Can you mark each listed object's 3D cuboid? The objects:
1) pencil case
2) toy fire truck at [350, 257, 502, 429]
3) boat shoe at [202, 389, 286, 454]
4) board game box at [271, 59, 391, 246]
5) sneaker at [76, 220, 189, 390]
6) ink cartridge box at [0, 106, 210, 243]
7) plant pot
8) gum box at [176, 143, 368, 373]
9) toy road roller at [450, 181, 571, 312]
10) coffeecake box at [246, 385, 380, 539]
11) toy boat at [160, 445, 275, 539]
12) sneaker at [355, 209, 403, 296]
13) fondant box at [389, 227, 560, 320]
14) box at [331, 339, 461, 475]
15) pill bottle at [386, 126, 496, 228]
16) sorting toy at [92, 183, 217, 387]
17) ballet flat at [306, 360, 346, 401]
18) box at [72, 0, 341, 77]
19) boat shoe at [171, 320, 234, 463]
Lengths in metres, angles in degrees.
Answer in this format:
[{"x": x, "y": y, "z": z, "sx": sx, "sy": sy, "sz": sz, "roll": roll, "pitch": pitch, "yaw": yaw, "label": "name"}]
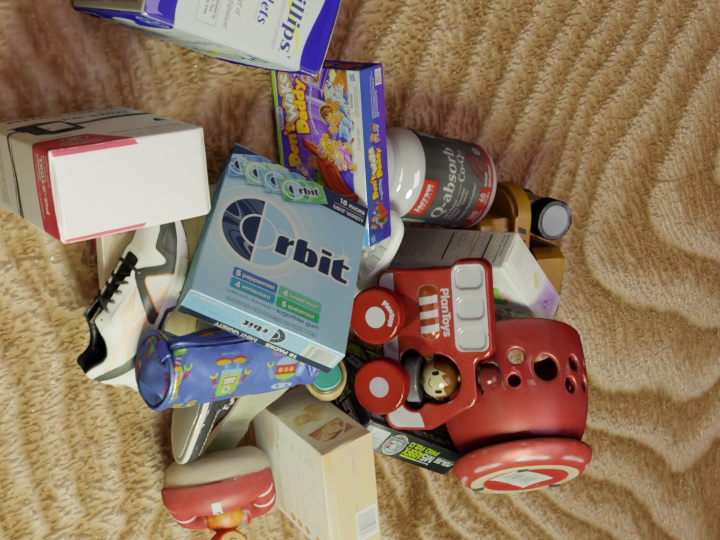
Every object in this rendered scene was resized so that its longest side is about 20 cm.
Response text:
[{"x": -0.128, "y": 0.088, "z": 0.932, "sx": 0.198, "sy": 0.078, "sz": 0.088, "roll": -6, "pitch": 134, "yaw": -38, "label": "pencil case"}, {"x": 0.084, "y": 0.090, "z": 1.093, "sx": 0.112, "sy": 0.166, "sz": 0.203, "roll": -11, "pitch": 97, "yaw": -69, "label": "toy fire truck"}, {"x": -0.140, "y": 0.141, "z": 1.078, "sx": 0.200, "sy": 0.063, "sz": 0.071, "roll": -50, "pitch": 147, "yaw": 20, "label": "boat shoe"}, {"x": -0.033, "y": -0.140, "z": 1.060, "sx": 0.045, "sy": 0.133, "sz": 0.203, "roll": -28, "pitch": 122, "yaw": -45, "label": "board game box"}, {"x": -0.230, "y": 0.026, "z": 0.917, "sx": 0.079, "sy": 0.073, "sz": 0.203, "roll": 8, "pitch": 100, "yaw": -37, "label": "sneaker"}, {"x": -0.252, "y": -0.098, "z": 0.864, "sx": 0.143, "sy": 0.199, "sz": 0.086, "roll": -15, "pitch": 112, "yaw": -33, "label": "ink cartridge box"}, {"x": 0.201, "y": 0.179, "z": 1.171, "sx": 0.199, "sy": 0.199, "sz": 0.185, "roll": 19, "pitch": 53, "yaw": -40, "label": "plant pot"}, {"x": -0.083, "y": -0.016, "z": 0.947, "sx": 0.168, "sy": 0.045, "sz": 0.202, "roll": 25, "pitch": 48, "yaw": -17, "label": "gum box"}, {"x": 0.205, "y": -0.026, "z": 1.308, "sx": 0.144, "sy": 0.123, "sz": 0.203, "roll": -6, "pitch": 108, "yaw": -22, "label": "toy road roller"}, {"x": -0.065, "y": 0.236, "z": 1.129, "sx": 0.072, "sy": 0.199, "sz": 0.156, "roll": -20, "pitch": 118, "yaw": -30, "label": "coffeecake box"}, {"x": -0.160, "y": 0.289, "z": 1.068, "sx": 0.129, "sy": 0.132, "sz": 0.201, "roll": -10, "pitch": 154, "yaw": -7, "label": "toy boat"}, {"x": 0.000, "y": 0.000, "z": 1.153, "sx": 0.080, "sy": 0.077, "sz": 0.201, "roll": 1, "pitch": 137, "yaw": -44, "label": "sneaker"}, {"x": 0.147, "y": 0.011, "z": 1.214, "sx": 0.144, "sy": 0.198, "sz": 0.059, "roll": 48, "pitch": 61, "yaw": -38, "label": "fondant box"}, {"x": 0.037, "y": 0.179, "z": 1.216, "sx": 0.044, "sy": 0.161, "sz": 0.199, "roll": -46, "pitch": 134, "yaw": 17, "label": "box"}, {"x": 0.070, "y": -0.119, "z": 1.165, "sx": 0.198, "sy": 0.115, "sz": 0.118, "roll": 4, "pitch": 103, "yaw": -39, "label": "pill bottle"}, {"x": -0.204, "y": 0.004, "z": 1.023, "sx": 0.197, "sy": 0.069, "sz": 0.203, "roll": -13, "pitch": 113, "yaw": -35, "label": "sorting toy"}, {"x": -0.073, "y": 0.069, "z": 1.117, "sx": 0.068, "sy": 0.202, "sz": 0.063, "roll": -16, "pitch": 159, "yaw": -10, "label": "ballet flat"}, {"x": -0.150, "y": -0.272, "z": 0.892, "sx": 0.198, "sy": 0.183, "sz": 0.106, "roll": 10, "pitch": 99, "yaw": -39, "label": "box"}, {"x": -0.159, "y": 0.117, "z": 1.010, "sx": 0.060, "sy": 0.074, "sz": 0.203, "roll": 15, "pitch": 88, "yaw": -36, "label": "boat shoe"}]
